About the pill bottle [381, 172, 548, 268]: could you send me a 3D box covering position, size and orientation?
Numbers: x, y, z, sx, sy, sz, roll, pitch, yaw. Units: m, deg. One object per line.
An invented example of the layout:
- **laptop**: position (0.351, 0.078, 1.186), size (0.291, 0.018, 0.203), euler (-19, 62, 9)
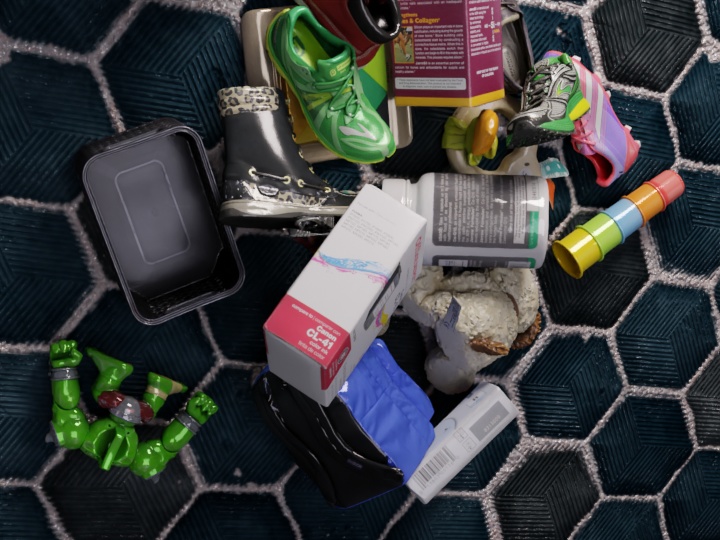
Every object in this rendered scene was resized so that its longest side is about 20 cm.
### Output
- **pill bottle**: position (0.124, -0.061, 1.290), size (0.198, 0.113, 0.114), euler (2, 104, 3)

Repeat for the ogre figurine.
- **ogre figurine**: position (-0.280, 0.167, 1.232), size (0.199, 0.098, 0.121), euler (28, 81, -36)

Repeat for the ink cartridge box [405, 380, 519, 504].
- **ink cartridge box**: position (0.105, 0.204, 1.342), size (0.160, 0.200, 0.047), euler (-44, 98, -6)

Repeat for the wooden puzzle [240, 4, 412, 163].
- **wooden puzzle**: position (-0.034, -0.223, 1.258), size (0.198, 0.037, 0.187), euler (-11, 108, -18)

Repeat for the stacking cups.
- **stacking cups**: position (0.353, -0.072, 1.437), size (0.199, 0.060, 0.061), euler (-37, 113, -11)

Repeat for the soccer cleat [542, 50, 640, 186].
- **soccer cleat**: position (0.291, -0.197, 1.375), size (0.200, 0.067, 0.077), euler (46, 75, -29)

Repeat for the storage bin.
- **storage bin**: position (-0.227, -0.057, 1.196), size (0.134, 0.094, 0.201), euler (-22, 110, -14)

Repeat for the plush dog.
- **plush dog**: position (0.163, 0.047, 1.359), size (0.172, 0.160, 0.201), euler (-39, 116, -34)

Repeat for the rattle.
- **rattle**: position (0.209, -0.141, 1.323), size (0.200, 0.143, 0.131), euler (40, 69, -19)

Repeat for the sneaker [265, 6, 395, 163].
- **sneaker**: position (-0.033, -0.202, 1.169), size (0.074, 0.084, 0.200), euler (-40, 95, -22)

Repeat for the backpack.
- **backpack**: position (-0.025, 0.162, 1.291), size (0.200, 0.162, 0.168), euler (48, 41, -8)

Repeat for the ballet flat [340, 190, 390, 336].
- **ballet flat**: position (0.000, 0.000, 1.315), size (0.067, 0.062, 0.201), euler (-21, 110, -14)

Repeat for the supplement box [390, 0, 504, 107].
- **supplement box**: position (0.099, -0.296, 1.238), size (0.085, 0.110, 0.202), euler (-24, 115, -50)

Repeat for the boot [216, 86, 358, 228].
- **boot**: position (-0.071, -0.127, 1.203), size (0.202, 0.073, 0.155), euler (-2, 81, -33)

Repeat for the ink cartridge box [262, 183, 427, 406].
- **ink cartridge box**: position (-0.015, 0.029, 1.147), size (0.085, 0.148, 0.200), euler (32, 71, 13)

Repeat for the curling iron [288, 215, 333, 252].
- **curling iron**: position (-0.049, -0.035, 1.213), size (0.049, 0.200, 0.026), euler (-4, 82, 2)

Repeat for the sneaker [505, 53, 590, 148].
- **sneaker**: position (0.212, -0.200, 1.252), size (0.077, 0.200, 0.086), euler (-12, 109, 27)

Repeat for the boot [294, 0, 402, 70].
- **boot**: position (-0.029, -0.326, 1.156), size (0.072, 0.144, 0.201), euler (-35, 95, -21)

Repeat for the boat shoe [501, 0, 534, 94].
- **boat shoe**: position (0.168, -0.308, 1.299), size (0.072, 0.065, 0.201), euler (-28, 112, -12)
